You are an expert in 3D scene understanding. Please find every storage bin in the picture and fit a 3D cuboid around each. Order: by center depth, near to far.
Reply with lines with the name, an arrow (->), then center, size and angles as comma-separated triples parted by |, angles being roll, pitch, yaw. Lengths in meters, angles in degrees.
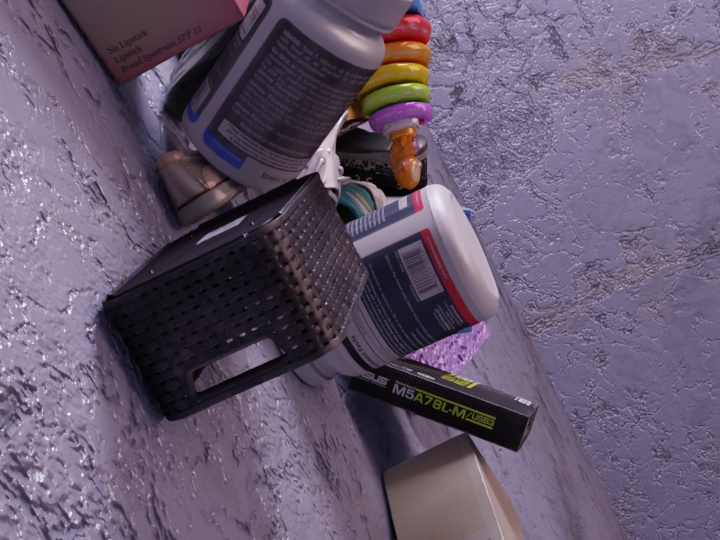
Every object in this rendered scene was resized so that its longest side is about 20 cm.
storage bin -> -0.081, 0.010, 0.758 | 0.094, 0.135, 0.200 | 63, 12, -12

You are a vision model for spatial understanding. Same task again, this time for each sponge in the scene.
sponge -> 0.101, 0.092, 1.414 | 0.200, 0.030, 0.112 | -44, 110, -47

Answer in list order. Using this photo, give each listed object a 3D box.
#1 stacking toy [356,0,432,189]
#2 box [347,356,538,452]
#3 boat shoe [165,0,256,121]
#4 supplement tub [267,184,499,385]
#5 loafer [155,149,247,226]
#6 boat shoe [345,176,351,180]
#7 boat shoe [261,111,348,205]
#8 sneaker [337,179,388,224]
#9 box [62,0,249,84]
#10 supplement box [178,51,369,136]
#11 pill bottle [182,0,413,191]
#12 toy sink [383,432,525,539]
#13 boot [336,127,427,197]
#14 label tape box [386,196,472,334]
stacking toy -> 0.036, -0.184, 1.136 | 0.116, 0.109, 0.201 | 24, 54, -75
box -> 0.099, 0.142, 1.186 | 0.200, 0.193, 0.048 | 16, 91, -76
boat shoe -> -0.101, -0.216, 0.971 | 0.074, 0.202, 0.065 | 34, 26, -37
supplement tub -> 0.020, 0.017, 1.022 | 0.141, 0.200, 0.140 | 60, 13, -24
loafer -> -0.126, -0.095, 0.950 | 0.063, 0.072, 0.200 | 56, 16, -8
boat shoe -> -0.059, -0.077, 1.217 | 0.200, 0.060, 0.076 | -8, 102, -77
boat shoe -> -0.049, -0.081, 1.011 | 0.065, 0.200, 0.074 | 26, -20, 0
sneaker -> 0.000, 0.000, 1.173 | 0.080, 0.077, 0.201 | -18, 92, -58
box -> -0.193, -0.278, 0.866 | 0.200, 0.128, 0.109 | 58, 15, -28
supplement box -> -0.097, -0.228, 1.164 | 0.200, 0.133, 0.197 | 64, 12, -4
pill bottle -> -0.051, -0.173, 0.879 | 0.114, 0.200, 0.114 | 32, 25, -17
toy sink -> 0.106, 0.292, 1.072 | 0.130, 0.112, 0.200 | 57, 10, -34
boot -> 0.008, -0.101, 1.357 | 0.073, 0.203, 0.154 | -41, 127, -41
label tape box -> 0.056, -0.013, 1.256 | 0.200, 0.066, 0.144 | -157, -118, -64
